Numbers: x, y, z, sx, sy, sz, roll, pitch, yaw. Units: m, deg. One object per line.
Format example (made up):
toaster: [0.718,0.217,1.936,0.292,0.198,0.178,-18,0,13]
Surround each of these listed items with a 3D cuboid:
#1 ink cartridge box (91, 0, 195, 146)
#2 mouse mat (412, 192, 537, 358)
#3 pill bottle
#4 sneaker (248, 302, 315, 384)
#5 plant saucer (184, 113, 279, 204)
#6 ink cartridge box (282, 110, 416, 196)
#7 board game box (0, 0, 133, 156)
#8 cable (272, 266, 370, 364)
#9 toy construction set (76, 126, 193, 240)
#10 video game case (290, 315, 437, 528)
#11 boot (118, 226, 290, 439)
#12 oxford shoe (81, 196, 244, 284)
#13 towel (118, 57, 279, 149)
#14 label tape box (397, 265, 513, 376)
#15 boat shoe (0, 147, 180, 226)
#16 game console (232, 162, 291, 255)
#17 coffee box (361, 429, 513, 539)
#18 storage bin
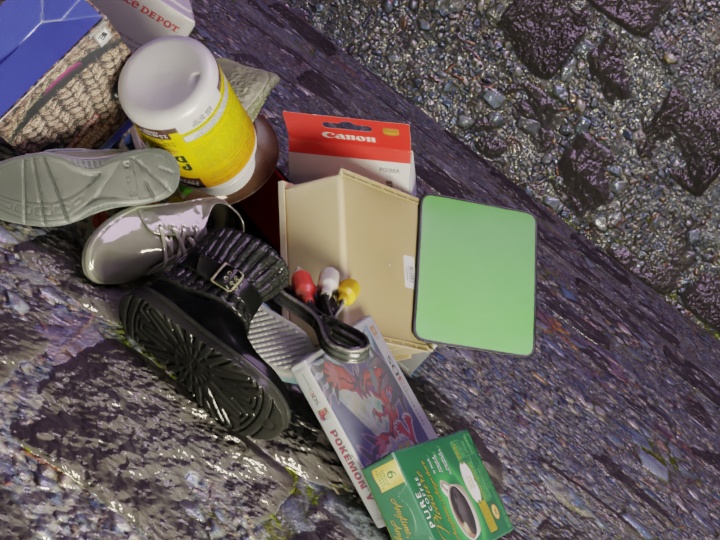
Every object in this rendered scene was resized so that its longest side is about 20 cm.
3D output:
ink cartridge box: [-0.330,-0.301,1.570,0.147,0.200,0.145,30,19,-26]
mouse mat: [0.145,0.005,1.499,0.160,0.008,0.201,10,68,-12]
pill bottle: [-0.179,-0.159,1.315,0.109,0.109,0.200,46,-7,26]
sneaker: [-0.126,0.061,1.305,0.200,0.074,0.082,40,-14,22]
plant saucer: [-0.203,-0.160,1.526,0.200,0.200,0.037,49,-25,32]
ink cartridge box: [-0.013,-0.127,1.525,0.160,0.050,0.200,6,-19,7]
board game box: [-0.322,-0.197,1.274,0.097,0.159,0.200,42,-6,15]
cable: [-0.040,0.038,1.261,0.097,0.051,0.200,10,14,-10]
toy construction set: [-0.242,-0.078,1.355,0.131,0.092,0.200,57,19,-17]
video game case: [0.015,0.150,1.267,0.183,0.023,0.200,61,23,0]
boot: [-0.114,0.053,1.188,0.211,0.080,0.158,41,44,12]
oxford shoe: [-0.200,-0.034,1.263,0.058,0.076,0.200,18,27,41]
towel: [-0.201,-0.196,1.498,0.148,0.037,0.200,13,52,18]
label tape box: [0.113,0.030,1.611,0.063,0.200,0.144,40,16,-6]
boat shoe: [-0.288,-0.090,1.235,0.201,0.075,0.065,-12,11,-19]
game console: [-0.096,-0.079,1.614,0.172,0.119,0.200,14,29,-53]
coffee box: [0.082,0.233,1.227,0.200,0.044,0.123,-2,64,-65]
storage bin: [0.000,0.000,1.466,0.198,0.093,0.201,16,66,-53]
